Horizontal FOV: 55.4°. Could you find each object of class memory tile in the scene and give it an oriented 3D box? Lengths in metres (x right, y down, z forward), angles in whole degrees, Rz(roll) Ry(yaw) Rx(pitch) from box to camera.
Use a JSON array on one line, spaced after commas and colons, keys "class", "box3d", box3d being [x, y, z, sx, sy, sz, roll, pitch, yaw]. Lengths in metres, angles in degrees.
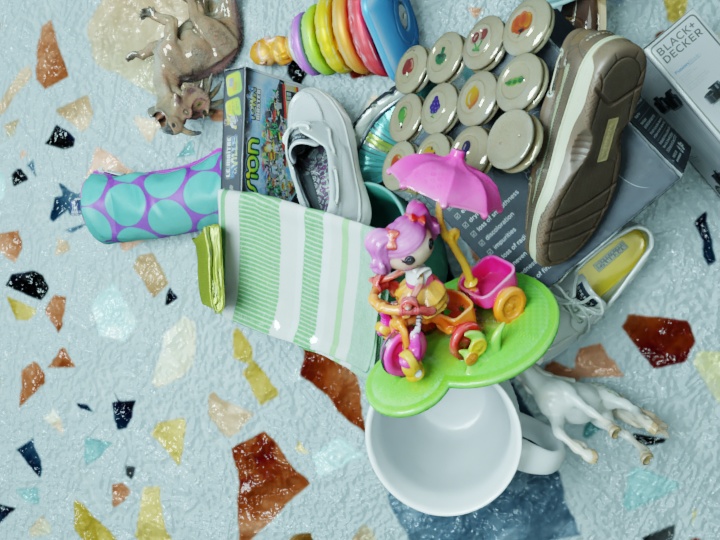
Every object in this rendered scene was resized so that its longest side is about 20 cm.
[{"class": "memory tile", "box3d": [0.089, -0.153, 0.627, 0.199, 0.017, 0.156, -1, 78, 54]}]

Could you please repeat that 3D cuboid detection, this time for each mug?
[{"class": "mug", "box3d": [0.007, -0.008, 0.749, 0.184, 0.114, 0.154, 24, 89, 42]}, {"class": "mug", "box3d": [0.114, 0.155, 0.708, 0.197, 0.175, 0.150, 19, 97, 8]}]

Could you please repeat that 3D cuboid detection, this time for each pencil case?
[{"class": "pencil case", "box3d": [-0.230, -0.088, 0.809, 0.197, 0.085, 0.094, -8, 105, 9]}]

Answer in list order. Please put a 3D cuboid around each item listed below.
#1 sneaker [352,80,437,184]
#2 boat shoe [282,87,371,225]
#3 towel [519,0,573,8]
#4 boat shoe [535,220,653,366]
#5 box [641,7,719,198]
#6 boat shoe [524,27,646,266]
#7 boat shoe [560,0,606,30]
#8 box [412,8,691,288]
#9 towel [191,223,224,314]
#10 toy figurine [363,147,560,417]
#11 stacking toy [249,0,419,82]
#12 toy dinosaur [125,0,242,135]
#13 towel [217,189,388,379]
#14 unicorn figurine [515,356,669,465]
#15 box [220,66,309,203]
[{"class": "sneaker", "box3d": [0.021, -0.141, 0.779, 0.079, 0.078, 0.200, 40, 105, -8]}, {"class": "boat shoe", "box3d": [-0.048, -0.119, 0.712, 0.071, 0.068, 0.203, -26, 60, 27]}, {"class": "towel", "box3d": [0.234, -0.363, 0.701, 0.197, 0.048, 0.173, -20, 58, 9]}, {"class": "boat shoe", "box3d": [0.236, 0.028, 0.730, 0.202, 0.086, 0.075, -44, 85, 8]}, {"class": "box", "box3d": [0.357, -0.152, 0.689, 0.060, 0.117, 0.201, -39, 84, 9]}, {"class": "boat shoe", "box3d": [0.177, -0.103, 0.585, 0.074, 0.075, 0.205, -7, 128, -25]}, {"class": "boat shoe", "box3d": [0.227, -0.232, 0.732, 0.069, 0.070, 0.204, -2, 92, 10]}, {"class": "box", "box3d": [0.178, -0.112, 0.683, 0.197, 0.124, 0.200, 47, 125, 4]}, {"class": "towel", "box3d": [-0.169, -0.001, 0.750, 0.018, 0.200, 0.088, -2, 90, -17]}, {"class": "toy figurine", "box3d": [0.059, -0.004, 0.575, 0.199, 0.150, 0.186, -34, 124, -15]}, {"class": "stacking toy", "box3d": [-0.041, -0.260, 0.770, 0.197, 0.110, 0.117, -6, 48, 25]}, {"class": "toy dinosaur", "box3d": [-0.187, -0.253, 0.803, 0.135, 0.086, 0.200, 44, 82, -5]}, {"class": "towel", "box3d": [-0.062, 0.010, 0.672, 0.198, 0.023, 0.155, 19, 118, 28]}, {"class": "unicorn figurine", "box3d": [0.221, 0.132, 0.701, 0.199, 0.137, 0.074, 32, 100, -37]}, {"class": "box", "box3d": [-0.106, -0.114, 0.773, 0.034, 0.109, 0.204, 4, 93, 36]}]
